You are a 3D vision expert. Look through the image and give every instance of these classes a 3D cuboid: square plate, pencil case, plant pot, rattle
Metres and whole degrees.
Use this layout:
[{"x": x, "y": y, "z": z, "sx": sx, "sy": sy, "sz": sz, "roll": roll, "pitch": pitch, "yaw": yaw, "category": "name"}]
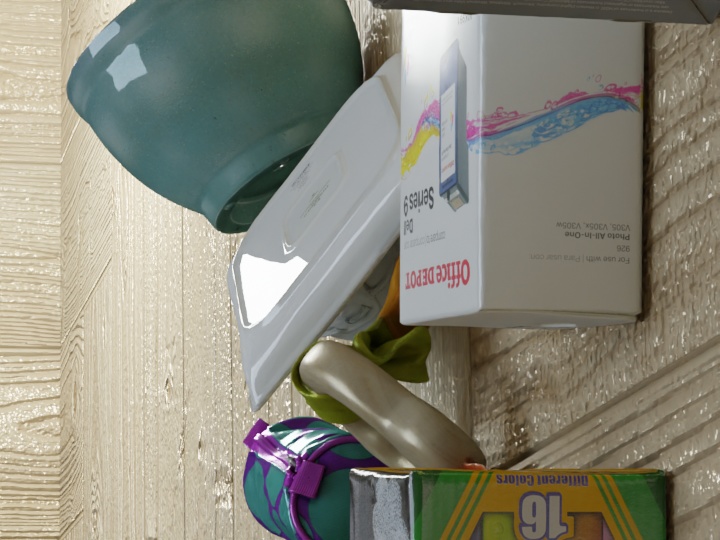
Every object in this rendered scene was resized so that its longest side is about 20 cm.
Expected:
[{"x": -0.019, "y": -0.033, "z": 1.590, "sx": 0.200, "sy": 0.028, "sz": 0.198, "roll": -52, "pitch": 18, "yaw": 12, "category": "square plate"}, {"x": -0.019, "y": 0.134, "z": 1.663, "sx": 0.085, "sy": 0.092, "sz": 0.200, "roll": -54, "pitch": 9, "yaw": -7, "category": "pencil case"}, {"x": -0.078, "y": -0.110, "z": 1.801, "sx": 0.134, "sy": 0.200, "sz": 0.200, "roll": 59, "pitch": 157, "yaw": 15, "category": "plant pot"}, {"x": 0.064, "y": 0.067, "z": 1.455, "sx": 0.200, "sy": 0.143, "sz": 0.130, "roll": 20, "pitch": 141, "yaw": 61, "category": "rattle"}]

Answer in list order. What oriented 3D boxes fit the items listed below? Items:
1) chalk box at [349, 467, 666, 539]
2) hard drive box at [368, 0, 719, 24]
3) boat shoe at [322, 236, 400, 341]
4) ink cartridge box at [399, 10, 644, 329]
[{"x": 0.065, "y": 0.190, "z": 1.227, "sx": 0.124, "sy": 0.124, "sz": 0.200, "roll": 166, "pitch": 104, "yaw": -76, "category": "chalk box"}, {"x": 0.076, "y": -0.210, "z": 1.160, "sx": 0.077, "sy": 0.156, "sz": 0.200, "roll": 112, "pitch": 155, "yaw": -56, "category": "hard drive box"}, {"x": 0.000, "y": 0.000, "z": 1.650, "sx": 0.200, "sy": 0.070, "sz": 0.071, "roll": 131, "pitch": 139, "yaw": -71, "category": "boat shoe"}, {"x": 0.076, "y": -0.073, "z": 1.293, "sx": 0.145, "sy": 0.087, "sz": 0.200, "roll": 168, "pitch": 102, "yaw": -76, "category": "ink cartridge box"}]
